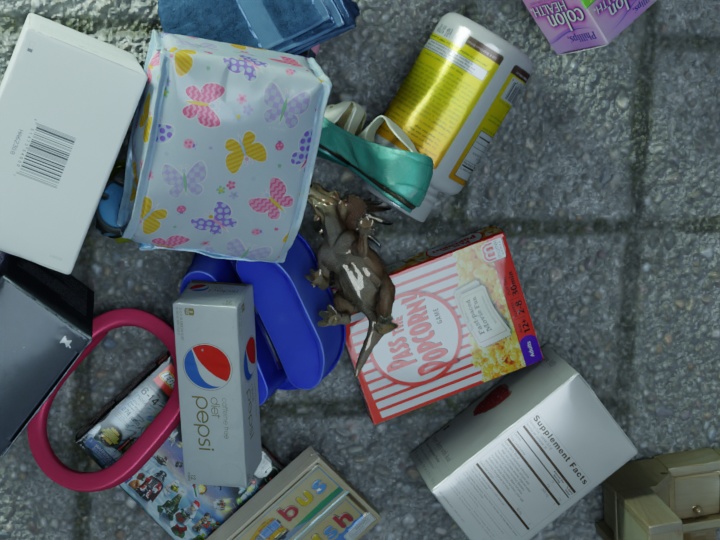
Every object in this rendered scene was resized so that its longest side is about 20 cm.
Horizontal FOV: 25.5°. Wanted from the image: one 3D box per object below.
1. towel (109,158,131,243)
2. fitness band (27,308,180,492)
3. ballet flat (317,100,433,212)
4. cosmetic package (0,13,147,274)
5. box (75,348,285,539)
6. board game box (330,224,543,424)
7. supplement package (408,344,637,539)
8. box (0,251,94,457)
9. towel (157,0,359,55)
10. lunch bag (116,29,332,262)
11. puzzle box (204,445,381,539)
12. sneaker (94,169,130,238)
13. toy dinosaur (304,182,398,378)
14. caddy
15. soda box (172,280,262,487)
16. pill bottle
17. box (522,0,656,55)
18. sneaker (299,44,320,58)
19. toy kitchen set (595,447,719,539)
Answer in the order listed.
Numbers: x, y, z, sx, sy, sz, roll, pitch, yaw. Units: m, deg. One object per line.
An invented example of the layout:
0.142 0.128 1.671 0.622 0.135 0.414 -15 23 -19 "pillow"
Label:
-0.165 -0.090 1.648 0.199 0.018 0.086 -14 104 -7 "towel"
-0.258 0.133 1.639 0.144 0.037 0.200 41 90 10 "fitness band"
-0.002 -0.128 1.584 0.071 0.200 0.067 -58 147 0 "ballet flat"
-0.297 -0.126 1.521 0.122 0.200 0.200 21 98 -16 "cosmetic package"
-0.186 0.201 1.697 0.137 0.040 0.200 -43 106 0 "box"
0.079 0.058 1.710 0.199 0.046 0.152 -21 105 -5 "board game box"
0.173 0.197 1.719 0.200 0.121 0.120 -39 106 -1 "supplement package"
-0.343 0.069 1.556 0.104 0.200 0.148 37 93 -14 "box"
-0.104 -0.253 1.555 0.199 0.049 0.112 -21 98 29 "towel"
-0.134 -0.112 1.511 0.169 0.127 0.201 7 107 -15 "lunch bag"
-0.087 0.293 1.718 0.200 0.025 0.133 -42 128 1 "puzzle box"
-0.186 -0.100 1.602 0.200 0.082 0.073 -32 88 -20 "sneaker"
0.000 0.000 1.628 0.085 0.136 0.201 -15 100 13 "toy dinosaur"
-0.100 0.042 1.647 0.141 0.105 0.201 -19 106 19 "caddy"
-0.141 0.113 1.591 0.068 0.064 0.201 3 113 11 "soda box"
0.083 -0.154 1.631 0.109 0.109 0.200 30 96 -15 "pill bottle"
0.228 -0.351 1.595 0.176 0.097 0.200 -42 106 -19 "box"
-0.052 -0.251 1.609 0.070 0.082 0.201 35 119 18 "sneaker"
0.380 0.307 1.751 0.199 0.180 0.164 -8 105 -9 "toy kitchen set"
